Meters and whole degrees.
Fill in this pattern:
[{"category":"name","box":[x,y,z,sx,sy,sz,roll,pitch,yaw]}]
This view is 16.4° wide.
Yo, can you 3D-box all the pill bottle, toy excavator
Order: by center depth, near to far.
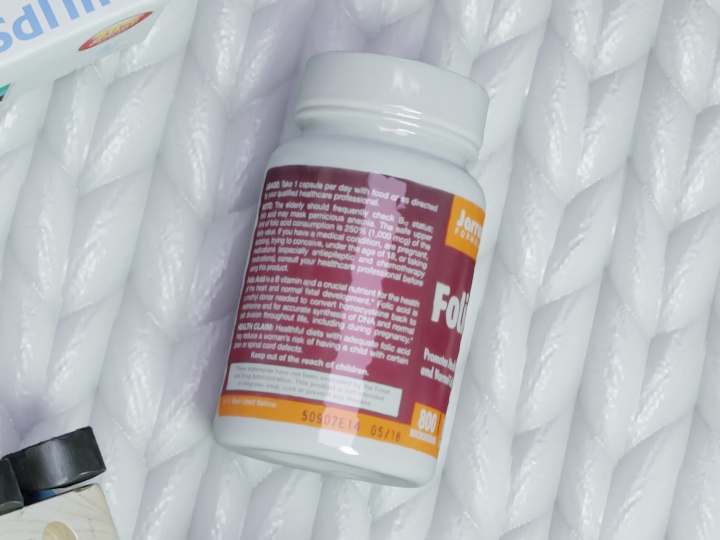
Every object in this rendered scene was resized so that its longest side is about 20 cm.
[{"category":"toy excavator","box":[-0.229,0.164,1.198,0.194,0.200,0.100,-16,84,-56]},{"category":"pill bottle","box":[0.000,0.000,1.249,0.114,0.114,0.201,13,81,-9]}]

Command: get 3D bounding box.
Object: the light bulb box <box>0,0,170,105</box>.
[{"category":"light bulb box","box":[-0.225,-0.173,1.222,0.198,0.125,0.201,-26,89,-13]}]
